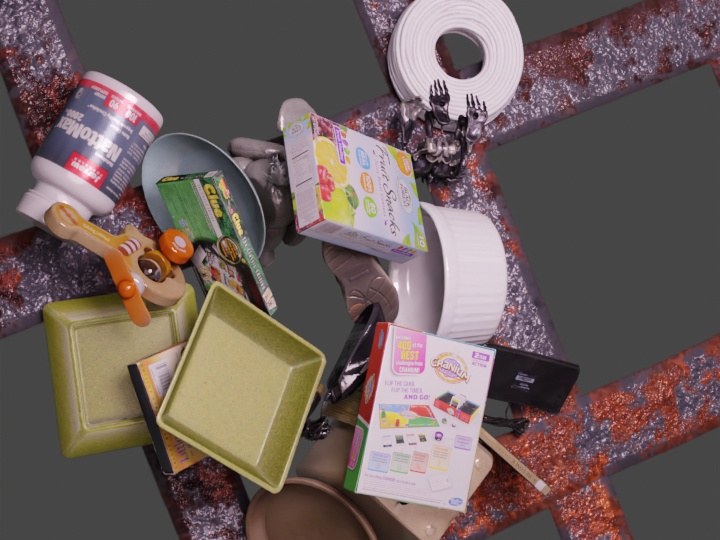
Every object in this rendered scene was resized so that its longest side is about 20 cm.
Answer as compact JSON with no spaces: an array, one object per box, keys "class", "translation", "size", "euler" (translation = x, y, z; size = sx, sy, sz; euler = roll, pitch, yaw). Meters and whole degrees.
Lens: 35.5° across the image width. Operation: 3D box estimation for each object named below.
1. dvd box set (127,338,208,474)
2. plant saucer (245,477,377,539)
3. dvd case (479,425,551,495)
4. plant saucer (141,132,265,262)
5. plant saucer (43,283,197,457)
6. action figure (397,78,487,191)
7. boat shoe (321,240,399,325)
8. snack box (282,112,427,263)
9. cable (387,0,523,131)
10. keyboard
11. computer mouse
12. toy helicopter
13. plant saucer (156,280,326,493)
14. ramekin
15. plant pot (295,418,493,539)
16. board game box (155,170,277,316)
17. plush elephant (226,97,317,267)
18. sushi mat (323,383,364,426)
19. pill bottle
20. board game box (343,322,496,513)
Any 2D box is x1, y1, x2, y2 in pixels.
[{"class":"dvd box set","translation":[-0.191,0.154,1.444],"size":[0.199,0.029,0.148],"euler":[-24,98,-42]},{"class":"plant saucer","translation":[-0.058,0.351,1.452],"size":[0.201,0.199,0.029],"euler":[55,33,-3]},{"class":"dvd case","translation":[0.161,0.218,1.508],"size":[0.200,0.149,0.016],"euler":[41,88,-6]},{"class":"plant saucer","translation":[-0.194,-0.092,1.452],"size":[0.202,0.201,0.039],"euler":[50,47,-4]},{"class":"plant saucer","translation":[-0.299,0.128,1.457],"size":[0.197,0.048,0.203],"euler":[-8,87,-14]},{"class":"action figure","translation":[0.108,-0.181,1.516],"size":[0.117,0.200,0.103],"euler":[13,67,-9]},{"class":"boat shoe","translation":[0.000,0.000,1.498],"size":[0.074,0.074,0.201],"euler":[-20,134,2]},{"class":"snack box","translation":[-0.004,-0.099,1.400],"size":[0.199,0.053,0.144],"euler":[16,59,-48]},{"class":"cable","translation":[0.138,-0.302,1.588],"size":[0.200,0.069,0.200],"euler":[-44,95,-13]},{"class":"keyboard","translation":[0.210,0.166,1.547],"size":[0.198,0.021,0.128],"euler":[16,107,-36]},{"class":"computer mouse","translation":[-0.019,0.143,1.481],"size":[0.046,0.140,0.202],"euler":[29,71,-10]},{"class":"toy helicopter","translation":[-0.301,-0.016,1.383],"size":[0.199,0.133,0.079],"euler":[33,122,-28]},{"class":"plant saucer","translation":[-0.155,0.151,1.421],"size":[0.199,0.048,0.202],"euler":[36,58,-28]},{"class":"ramekin","translation":[0.116,0.012,1.495],"size":[0.096,0.200,0.204],"euler":[0,85,-19]},{"class":"plant pot","translation":[0.062,0.256,1.469],"size":[0.200,0.177,0.200],"euler":[41,78,-7]},{"class":"board game box","translation":[-0.184,-0.031,1.445],"size":[0.023,0.104,0.202],"euler":[-44,123,-43]},{"class":"plush elephant","translation":[-0.087,-0.129,1.483],"size":[0.154,0.200,0.166],"euler":[-34,91,-34]},{"class":"sushi mat","translation":[0.012,0.159,1.457],"size":[0.012,0.199,0.096],"euler":[33,78,-21]},{"class":"pill bottle","translation":[-0.350,-0.139,1.440],"size":[0.119,0.120,0.202],"euler":[29,80,-9]},{"class":"board game box","translation":[0.073,0.177,1.352],"size":[0.151,0.040,0.203],"euler":[15,83,-22]}]
